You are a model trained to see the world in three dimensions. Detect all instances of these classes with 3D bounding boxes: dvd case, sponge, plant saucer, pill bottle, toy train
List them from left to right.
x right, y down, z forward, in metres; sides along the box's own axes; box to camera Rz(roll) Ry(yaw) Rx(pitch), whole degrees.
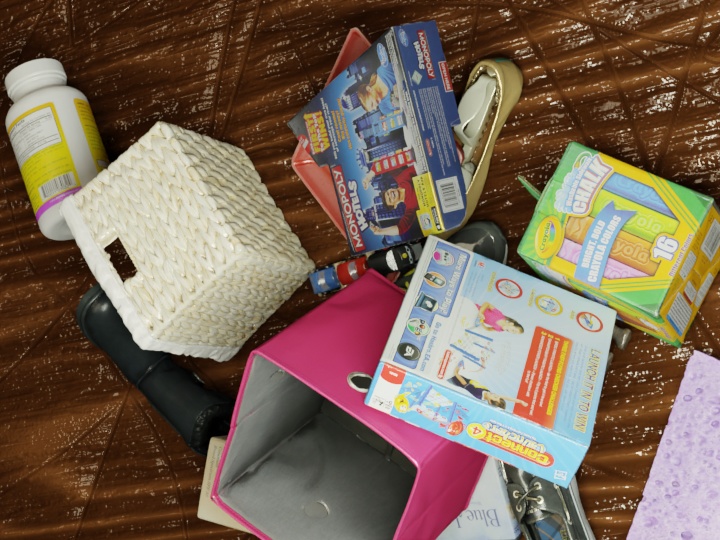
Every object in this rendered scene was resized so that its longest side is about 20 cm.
[{"bbox_3d":[-0.358,-0.146,1.887,0.104,0.104,0.202,-28,73,25],"label":"pill bottle"},{"bbox_3d":[0.000,0.000,1.665,0.199,0.045,0.035,-18,92,58],"label":"toy train"},{"bbox_3d":[0.023,-0.118,1.669,0.200,0.036,0.201,53,135,26],"label":"plant saucer"},{"bbox_3d":[0.076,0.188,1.625,0.141,0.018,0.202,-9,104,32],"label":"dvd case"},{"bbox_3d":[0.336,0.190,1.517,0.111,0.030,0.202,22,97,28],"label":"sponge"}]

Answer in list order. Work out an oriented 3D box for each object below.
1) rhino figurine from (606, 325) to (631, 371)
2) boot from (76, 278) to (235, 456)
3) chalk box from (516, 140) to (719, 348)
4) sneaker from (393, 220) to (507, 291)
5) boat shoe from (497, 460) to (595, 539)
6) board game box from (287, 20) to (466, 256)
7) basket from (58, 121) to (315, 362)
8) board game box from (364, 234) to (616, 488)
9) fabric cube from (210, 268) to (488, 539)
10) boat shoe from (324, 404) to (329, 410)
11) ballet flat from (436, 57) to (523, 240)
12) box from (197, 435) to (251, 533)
[{"bbox_3d":[0.190,0.129,1.586,0.087,0.060,0.202,29,108,22],"label":"rhino figurine"},{"bbox_3d":[-0.215,0.109,1.746,0.076,0.201,0.168,-43,59,-15],"label":"boot"},{"bbox_3d":[0.235,-0.033,1.523,0.198,0.125,0.125,25,85,28],"label":"chalk box"},{"bbox_3d":[0.071,0.028,1.636,0.200,0.085,0.075,-45,78,13],"label":"sneaker"},{"bbox_3d":[0.180,0.230,1.555,0.068,0.056,0.202,-24,93,32],"label":"boat shoe"},{"bbox_3d":[0.016,-0.125,1.599,0.199,0.061,0.203,-13,91,52],"label":"board game box"},{"bbox_3d":[-0.181,-0.030,1.731,0.160,0.200,0.199,-39,70,15],"label":"basket"},{"bbox_3d":[0.122,0.077,1.442,0.194,0.201,0.056,23,128,2],"label":"board game box"},{"bbox_3d":[0.007,0.156,1.510,0.195,0.199,0.202,33,128,20],"label":"fabric cube"},{"bbox_3d":[-0.018,0.134,1.695,0.198,0.072,0.077,-4,85,29],"label":"boat shoe"},{"bbox_3d":[0.104,-0.129,1.649,0.068,0.063,0.202,26,99,28],"label":"ballet flat"},{"bbox_3d":[-0.069,0.243,1.713,0.198,0.077,0.096,9,90,30],"label":"box"}]
